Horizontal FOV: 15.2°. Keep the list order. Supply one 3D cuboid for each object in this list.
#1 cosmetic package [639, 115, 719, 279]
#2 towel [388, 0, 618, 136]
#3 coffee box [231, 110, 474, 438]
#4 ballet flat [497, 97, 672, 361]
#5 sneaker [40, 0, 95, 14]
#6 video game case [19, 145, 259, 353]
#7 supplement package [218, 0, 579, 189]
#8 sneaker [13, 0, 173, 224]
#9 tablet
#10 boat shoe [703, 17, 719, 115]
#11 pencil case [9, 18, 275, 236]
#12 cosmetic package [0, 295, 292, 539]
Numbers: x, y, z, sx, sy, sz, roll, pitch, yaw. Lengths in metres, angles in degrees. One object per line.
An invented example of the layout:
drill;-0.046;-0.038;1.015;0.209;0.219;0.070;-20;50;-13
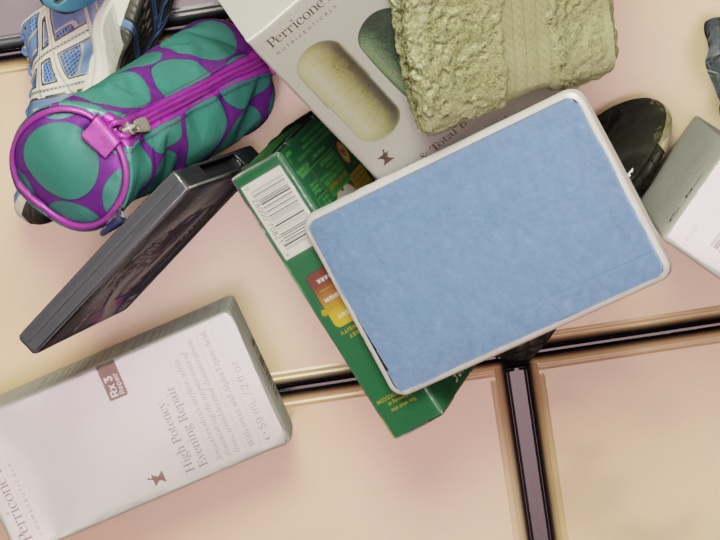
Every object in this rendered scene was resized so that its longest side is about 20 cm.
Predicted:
cosmetic package;0.240;-0.034;1.697;0.101;0.200;0.071;34;97;-4
towel;0.082;-0.177;1.566;0.148;0.037;0.201;-20;130;-16
coffee box;0.000;0.000;1.743;0.044;0.123;0.200;-30;99;22
ballet flat;0.139;-0.029;1.783;0.066;0.057;0.200;41;98;38
sneaker;-0.183;-0.247;1.709;0.082;0.073;0.201;9;58;8
video game case;-0.134;-0.016;1.699;0.019;0.200;0.143;44;102;2
supplement package;0.013;-0.169;1.662;0.152;0.151;0.200;-40;133;6
sneaker;-0.186;-0.127;1.762;0.077;0.076;0.201;24;96;15
tablet;0.076;-0.015;1.644;0.199;0.014;0.131;-25;100;22
boat shoe;0.274;-0.094;1.708;0.090;0.201;0.071;-13;134;8
pencil case;-0.131;-0.093;1.692;0.092;0.200;0.085;-26;97;34
cosmetic package;-0.155;0.102;1.788;0.199;0.074;0.102;-25;97;3
